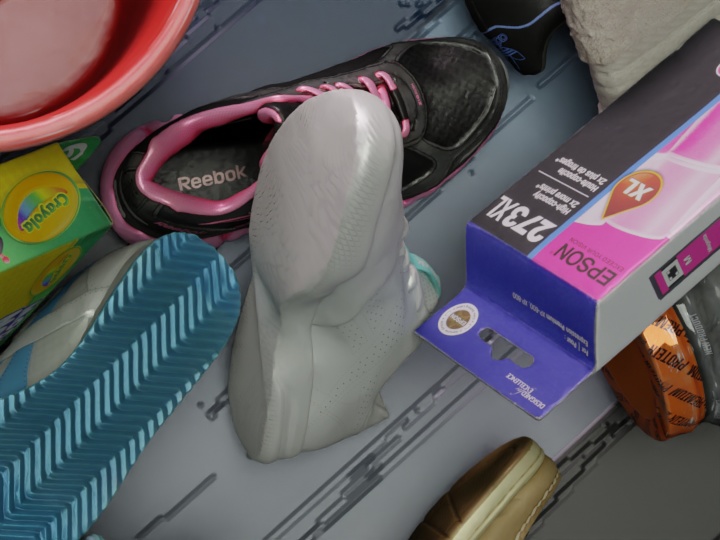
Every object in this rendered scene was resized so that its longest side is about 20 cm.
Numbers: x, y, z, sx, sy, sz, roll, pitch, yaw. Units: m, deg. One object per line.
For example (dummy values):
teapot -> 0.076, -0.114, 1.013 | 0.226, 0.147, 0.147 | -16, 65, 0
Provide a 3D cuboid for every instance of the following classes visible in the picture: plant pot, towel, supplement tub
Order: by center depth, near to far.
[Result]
plant pot -> -0.164, -0.139, 0.832 | 0.200, 0.177, 0.201 | 1, 86, -8
supplement tub -> 0.205, -0.005, 0.896 | 0.200, 0.123, 0.123 | -23, 88, -9
towel -> 0.177, -0.145, 0.908 | 0.200, 0.034, 0.133 | -37, 129, -16

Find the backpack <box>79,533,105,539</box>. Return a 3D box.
backpack -> -0.102, 0.210, 0.814 | 0.150, 0.178, 0.200 | 10, 80, -11

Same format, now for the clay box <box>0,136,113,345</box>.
clay box -> -0.185, 0.015, 0.779 | 0.200, 0.115, 0.048 | -27, 80, -47

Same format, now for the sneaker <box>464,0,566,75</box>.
sneaker -> 0.138, -0.168, 0.934 | 0.200, 0.070, 0.078 | -30, 101, -7

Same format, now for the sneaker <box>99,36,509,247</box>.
sneaker -> -0.021, -0.060, 0.887 | 0.200, 0.095, 0.079 | -20, 85, -9

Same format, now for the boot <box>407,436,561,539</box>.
boot -> 0.072, 0.193, 0.887 | 0.155, 0.073, 0.200 | 34, 84, -3

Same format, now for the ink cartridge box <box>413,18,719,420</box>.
ink cartridge box -> 0.117, -0.027, 0.839 | 0.200, 0.095, 0.037 | -42, 129, -11

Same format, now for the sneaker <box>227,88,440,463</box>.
sneaker -> 0.000, 0.000, 0.857 | 0.088, 0.200, 0.075 | -6, 47, -23

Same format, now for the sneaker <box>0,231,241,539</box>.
sneaker -> -0.137, 0.066, 0.848 | 0.200, 0.081, 0.077 | -45, 106, -25
